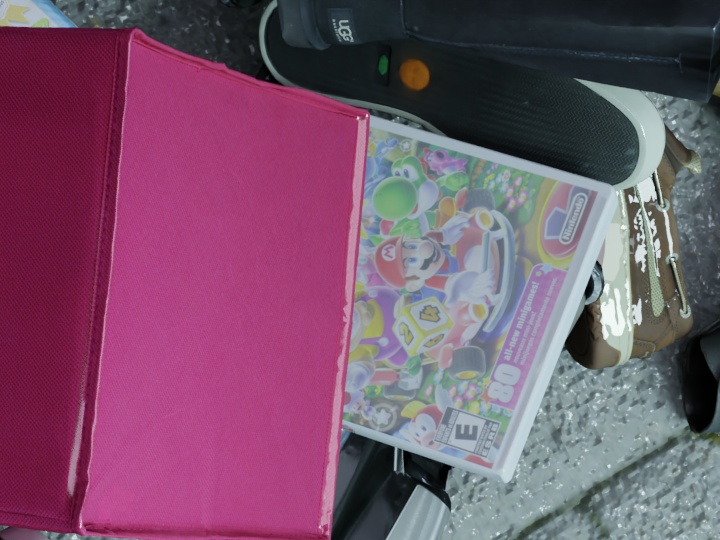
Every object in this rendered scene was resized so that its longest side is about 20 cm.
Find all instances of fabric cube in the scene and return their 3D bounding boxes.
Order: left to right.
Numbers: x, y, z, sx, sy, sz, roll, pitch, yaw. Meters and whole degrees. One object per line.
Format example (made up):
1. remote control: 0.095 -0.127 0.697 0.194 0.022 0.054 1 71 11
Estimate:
1. fabric cube: -0.135 0.010 1.106 0.200 0.199 0.197 15 80 -60

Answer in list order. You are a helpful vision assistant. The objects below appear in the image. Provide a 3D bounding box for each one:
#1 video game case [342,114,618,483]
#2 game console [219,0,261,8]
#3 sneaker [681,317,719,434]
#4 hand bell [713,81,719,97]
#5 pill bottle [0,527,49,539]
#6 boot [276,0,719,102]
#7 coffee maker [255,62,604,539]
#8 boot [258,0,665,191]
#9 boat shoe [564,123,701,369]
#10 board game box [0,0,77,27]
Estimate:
1. video game case: 0.000 0.000 1.200 0.199 0.018 0.144 17 74 19
2. game console: -0.074 -0.229 1.244 0.116 0.200 0.177 4 110 20
3. sneaker: 0.229 0.015 1.311 0.106 0.075 0.201 -4 132 -15
4. hand bell: 0.169 -0.106 1.356 0.199 0.104 0.105 21 80 -2
5. pill bottle: -0.209 0.209 1.191 0.200 0.112 0.113 -30 95 -17
6. boot: 0.081 -0.154 1.182 0.199 0.066 0.165 6 55 20
7. coffee maker: -0.011 0.042 1.270 0.192 0.135 0.200 28 76 20
8. boot: 0.070 -0.109 1.266 0.199 0.144 0.073 23 121 18
9. boat shoe: 0.132 -0.055 1.332 0.075 0.075 0.203 -10 105 -16
10. board game box: -0.191 -0.032 1.253 0.134 0.034 0.200 44 76 -10
